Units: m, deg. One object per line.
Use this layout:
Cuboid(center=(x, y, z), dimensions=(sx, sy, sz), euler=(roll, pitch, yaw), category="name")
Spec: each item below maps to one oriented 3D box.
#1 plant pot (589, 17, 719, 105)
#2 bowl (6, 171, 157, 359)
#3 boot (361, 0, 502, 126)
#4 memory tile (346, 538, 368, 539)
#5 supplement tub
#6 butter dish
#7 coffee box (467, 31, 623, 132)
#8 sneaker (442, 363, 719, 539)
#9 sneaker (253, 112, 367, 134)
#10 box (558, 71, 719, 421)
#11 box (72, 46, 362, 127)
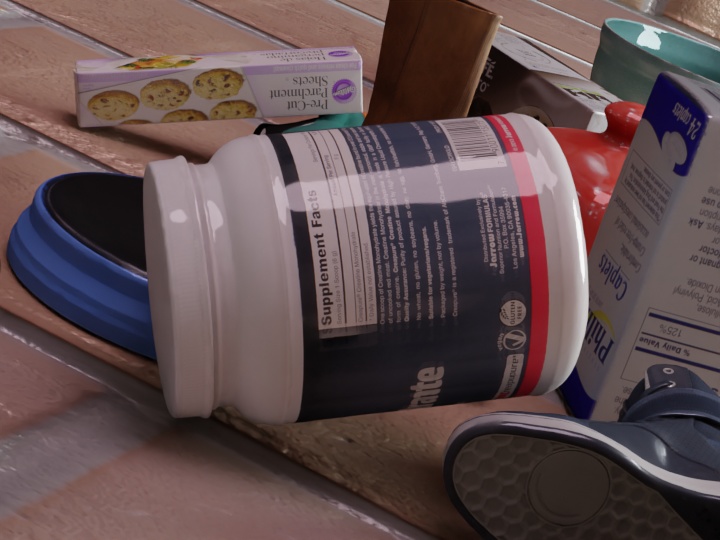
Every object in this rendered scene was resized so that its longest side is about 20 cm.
Cuboid(center=(0.280, -0.120, 1.793), dimensions=(0.199, 0.135, 0.200), euler=(20, 17, -6), category="plant pot")
Cuboid(center=(-0.096, -0.001, 1.147), dimensions=(0.199, 0.040, 0.201), euler=(19, 17, -6), category="bowl")
Cuboid(center=(0.050, -0.057, 1.211), dimensions=(0.068, 0.201, 0.188), euler=(11, 19, -30), category="boot")
Cuboid(center=(0.026, 0.168, 0.808), dimensions=(0.152, 0.017, 0.200), euler=(26, 17, 16), category="memory tile")
Cuboid(center=(0.000, 0.000, 1.004), dimensions=(0.198, 0.141, 0.140), euler=(-6, 23, -10), category="supplement tub")
Cuboid(center=(0.163, -0.043, 1.396), dimensions=(0.198, 0.149, 0.200), euler=(9, 20, -35), category="butter dish")
Cuboid(center=(0.135, -0.104, 1.612), dimensions=(0.079, 0.114, 0.200), euler=(8, 21, -35), category="coffee box")
Cuboid(center=(0.123, 0.095, 1.036), dimensions=(0.201, 0.077, 0.146), euler=(18, 20, -16), category="sneaker")
Cuboid(center=(0.007, -0.085, 1.472), dimensions=(0.199, 0.072, 0.080), euler=(-1, 31, -48), category="sneaker")
Cuboid(center=(0.233, 0.010, 1.220), dimensions=(0.183, 0.201, 0.105), euler=(16, 16, -16), category="box")
Cuboid(center=(-0.098, -0.127, 1.423), dimensions=(0.198, 0.042, 0.039), euler=(-3, 20, -8), category="box")
